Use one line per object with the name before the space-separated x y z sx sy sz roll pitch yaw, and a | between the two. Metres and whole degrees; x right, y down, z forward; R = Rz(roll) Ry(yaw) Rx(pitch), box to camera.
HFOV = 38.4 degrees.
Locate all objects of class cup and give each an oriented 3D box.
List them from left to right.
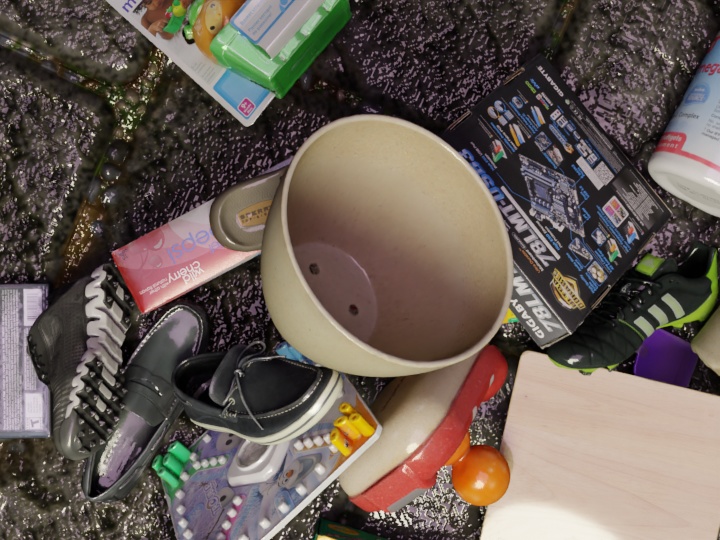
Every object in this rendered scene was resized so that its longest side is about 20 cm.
cup | 0.000 0.000 0.814 0.198 0.143 0.203 12 63 -25

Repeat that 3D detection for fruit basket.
fruit basket | -0.114 -0.264 0.940 0.200 0.094 0.185 42 89 3

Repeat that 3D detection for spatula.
spatula | 0.226 0.059 0.978 0.198 0.021 0.057 24 77 1

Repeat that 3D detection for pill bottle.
pill bottle | 0.354 -0.155 0.940 0.108 0.109 0.201 29 89 -1

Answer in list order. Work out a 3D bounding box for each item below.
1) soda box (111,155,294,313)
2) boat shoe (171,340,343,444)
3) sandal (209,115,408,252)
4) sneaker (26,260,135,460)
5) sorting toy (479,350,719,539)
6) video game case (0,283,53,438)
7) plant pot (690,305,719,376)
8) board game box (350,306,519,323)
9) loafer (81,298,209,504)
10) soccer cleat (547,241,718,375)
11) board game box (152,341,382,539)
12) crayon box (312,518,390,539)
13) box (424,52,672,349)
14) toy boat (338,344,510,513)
soda box | -0.122 -0.035 0.948 0.198 0.070 0.064 -29 92 -1
boat shoe | -0.094 0.100 0.872 0.062 0.199 0.075 51 56 -27
sandal | -0.036 -0.074 0.890 0.198 0.055 0.083 -20 91 -9
sneaker | -0.255 0.083 0.914 0.089 0.067 0.202 -14 48 14
sorting toy | 0.224 0.191 0.943 0.198 0.070 0.201 13 91 11
video game case | -0.388 0.086 0.968 0.197 0.019 0.145 -1 89 0
plant pot | 0.402 0.049 0.911 0.200 0.200 0.184 44 100 -1
board game box | 0.060 0.018 0.945 0.197 0.096 0.030 -7 132 -3
loafer | -0.196 0.121 0.945 0.068 0.070 0.202 26 89 0
soccer cleat | 0.244 0.030 0.925 0.198 0.067 0.082 -21 121 -28
board game box | -0.091 0.153 0.887 0.200 0.200 0.026 -42 117 -1
crayon box | 0.037 0.320 0.954 0.198 0.058 0.120 17 91 -1
box | 0.161 -0.068 0.915 0.200 0.050 0.198 50 54 -2
toy boat | 0.077 0.147 0.892 0.131 0.200 0.130 46 125 -3
